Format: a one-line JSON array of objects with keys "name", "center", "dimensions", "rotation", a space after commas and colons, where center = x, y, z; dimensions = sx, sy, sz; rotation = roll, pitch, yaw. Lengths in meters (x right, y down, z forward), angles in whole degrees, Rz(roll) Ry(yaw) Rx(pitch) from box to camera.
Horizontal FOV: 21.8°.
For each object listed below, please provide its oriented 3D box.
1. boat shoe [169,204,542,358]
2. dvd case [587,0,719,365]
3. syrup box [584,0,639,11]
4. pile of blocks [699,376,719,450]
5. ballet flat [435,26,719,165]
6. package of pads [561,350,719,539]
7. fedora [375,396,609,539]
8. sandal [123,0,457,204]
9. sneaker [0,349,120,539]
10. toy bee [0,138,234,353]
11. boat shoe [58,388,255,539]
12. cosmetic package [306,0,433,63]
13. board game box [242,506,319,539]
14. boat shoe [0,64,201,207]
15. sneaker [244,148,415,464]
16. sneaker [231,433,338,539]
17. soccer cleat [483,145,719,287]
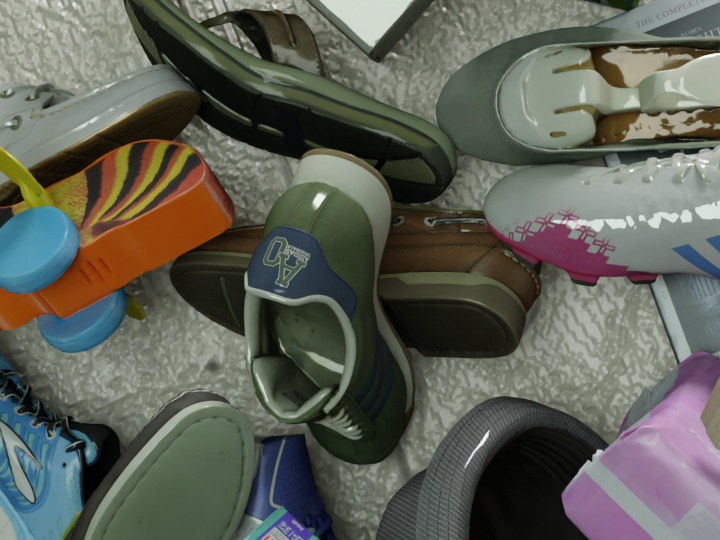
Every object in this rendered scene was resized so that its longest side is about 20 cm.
[{"name": "boat shoe", "center": [0.000, 0.000, 0.958], "dimensions": [0.200, 0.072, 0.068], "rotation": [7, 56, 25]}, {"name": "dvd case", "center": [0.202, -0.049, 0.922], "dimensions": [0.150, 0.025, 0.200], "rotation": [-21, 83, 13]}, {"name": "syrup box", "center": [0.091, -0.184, 0.867], "dimensions": [0.079, 0.200, 0.082], "rotation": [15, 91, 14]}, {"name": "pile of blocks", "center": [0.223, 0.059, 0.827], "dimensions": [0.082, 0.200, 0.062], "rotation": [32, 104, 33]}, {"name": "ballet flat", "center": [0.129, -0.088, 0.897], "dimensions": [0.200, 0.064, 0.068], "rotation": [-1, 87, 15]}, {"name": "package of pads", "center": [0.193, 0.135, 0.855], "dimensions": [0.200, 0.120, 0.076], "rotation": [43, 119, 7]}, {"name": "fedora", "center": [0.073, 0.164, 0.896], "dimensions": [0.090, 0.177, 0.200], "rotation": [-22, 94, 43]}, {"name": "sandal", "center": [-0.035, -0.098, 0.971], "dimensions": [0.201, 0.080, 0.057], "rotation": [26, 68, 12]}, {"name": "sneaker", "center": [-0.166, 0.091, 0.985], "dimensions": [0.090, 0.078, 0.200], "rotation": [-33, 89, 22]}, {"name": "toy bee", "center": [-0.169, -0.013, 0.936], "dimensions": [0.200, 0.131, 0.109], "rotation": [-20, 42, -17]}, {"name": "boat shoe", "center": [-0.114, 0.135, 0.909], "dimensions": [0.201, 0.072, 0.061], "rotation": [-63, 32, 20]}, {"name": "cosmetic package", "center": [-0.044, -0.197, 0.934], "dimensions": [0.200, 0.104, 0.073], "rotation": [41, 95, -1]}, {"name": "board game box", "center": [-0.026, 0.223, 0.848], "dimensions": [0.152, 0.045, 0.200], "rotation": [39, 130, 13]}, {"name": "boat shoe", "center": [-0.178, -0.071, 0.995], "dimensions": [0.200, 0.071, 0.069], "rotation": [-25, 74, 21]}, {"name": "sneaker", "center": [-0.022, 0.043, 0.885], "dimensions": [0.067, 0.200, 0.090], "rotation": [15, 49, 18]}, {"name": "sneaker", "center": [-0.011, 0.180, 0.948], "dimensions": [0.115, 0.081, 0.200], "rotation": [-1, 94, 11]}, {"name": "soccer cleat", "center": [0.159, -0.033, 0.874], "dimensions": [0.200, 0.070, 0.086], "rotation": [12, 127, 8]}]
